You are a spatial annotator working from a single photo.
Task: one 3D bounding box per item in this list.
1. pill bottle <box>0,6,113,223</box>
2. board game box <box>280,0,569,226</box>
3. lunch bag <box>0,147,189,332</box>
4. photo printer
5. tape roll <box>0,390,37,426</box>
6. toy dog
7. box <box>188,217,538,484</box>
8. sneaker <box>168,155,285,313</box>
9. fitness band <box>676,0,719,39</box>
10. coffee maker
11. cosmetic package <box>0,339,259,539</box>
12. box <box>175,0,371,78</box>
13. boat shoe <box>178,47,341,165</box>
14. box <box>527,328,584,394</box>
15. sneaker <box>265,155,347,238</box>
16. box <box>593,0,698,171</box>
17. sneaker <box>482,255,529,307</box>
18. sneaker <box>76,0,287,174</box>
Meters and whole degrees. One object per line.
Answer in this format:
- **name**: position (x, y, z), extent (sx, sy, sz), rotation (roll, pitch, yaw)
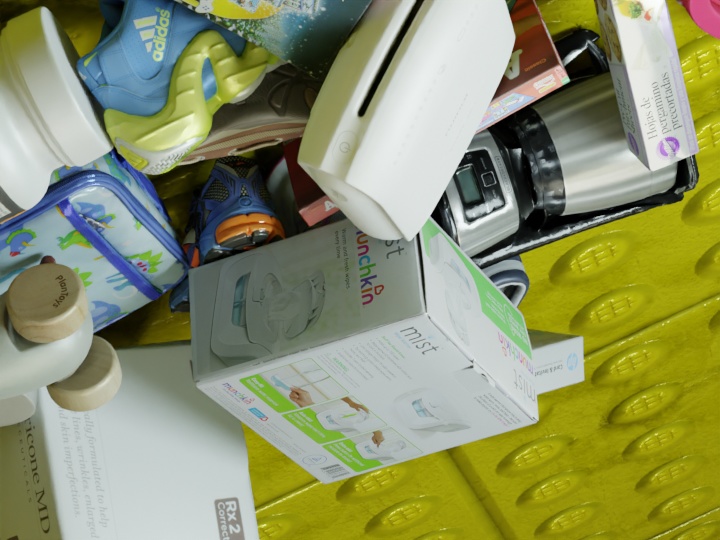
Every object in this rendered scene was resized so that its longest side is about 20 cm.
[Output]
- **pill bottle**: position (-0.255, -0.070, 1.319), extent (0.199, 0.117, 0.116), rotation (-25, 155, 4)
- **board game box**: position (0.038, -0.113, 1.502), extent (0.199, 0.103, 0.019), rotation (-29, 131, 11)
- **lunch bag**: position (-0.210, -0.021, 1.497), extent (0.160, 0.083, 0.200), rotation (-28, 156, 3)
- **photo printer**: position (0.030, -0.109, 1.359), extent (0.167, 0.069, 0.200), rotation (-62, 169, -4)
- **tape roll**: position (-0.320, 0.068, 1.526), extent (0.201, 0.037, 0.203), rotation (5, 163, 1)
- **toy dog**: position (-0.249, 0.041, 1.390), extent (0.199, 0.097, 0.132), rotation (-2, 133, -19)
- **box**: position (0.005, 0.056, 1.546), extent (0.176, 0.097, 0.200), rotation (-19, 148, 20)
- **sneaker**: position (-0.094, -0.022, 1.598), extent (0.075, 0.079, 0.200), rotation (0, 161, -18)
- **fitness band**: position (0.306, -0.222, 1.598), extent (0.144, 0.038, 0.200), rotation (-40, 151, 26)
- **coffee maker**: position (0.125, -0.065, 1.630), extent (0.199, 0.135, 0.192), rotation (-18, 155, -10)
- **cosmetic package**: position (-0.203, 0.156, 1.685), extent (0.164, 0.166, 0.200), rotation (-4, 167, -34)
- **box**: position (-0.036, -0.210, 1.238), extent (0.136, 0.038, 0.200), rotation (28, 136, -11)
- **boat shoe**: position (-0.072, -0.114, 1.453), extent (0.199, 0.076, 0.072), rotation (-11, 166, -26)
- **box**: position (0.055, 0.072, 1.785), extent (0.155, 0.041, 0.199), rotation (-12, -167, -44)
- **sneaker**: position (0.000, 0.000, 1.614), extent (0.081, 0.088, 0.200), rotation (-43, 135, -17)
- **box**: position (0.183, -0.163, 1.481), extent (0.039, 0.041, 0.201), rotation (-22, 122, -6)
- **sneaker**: position (0.041, 0.023, 1.757), extent (0.199, 0.109, 0.070), rotation (-31, 153, 16)
- **sneaker**: position (-0.091, -0.153, 1.343), extent (0.200, 0.105, 0.076), rotation (-47, -168, -30)
